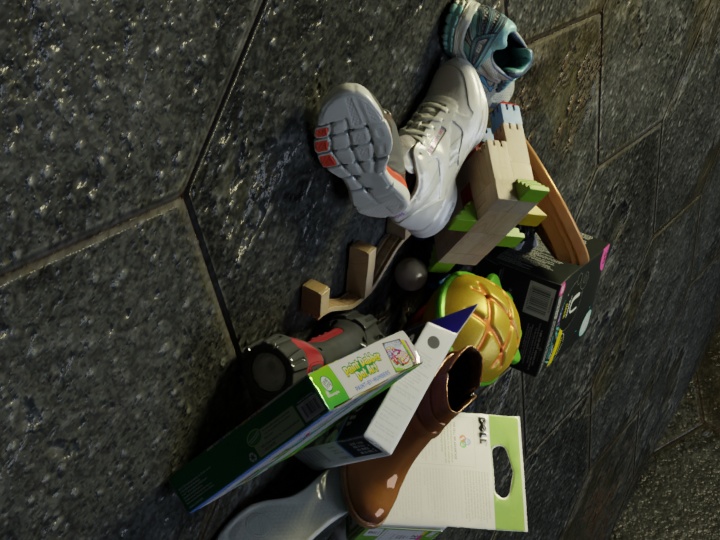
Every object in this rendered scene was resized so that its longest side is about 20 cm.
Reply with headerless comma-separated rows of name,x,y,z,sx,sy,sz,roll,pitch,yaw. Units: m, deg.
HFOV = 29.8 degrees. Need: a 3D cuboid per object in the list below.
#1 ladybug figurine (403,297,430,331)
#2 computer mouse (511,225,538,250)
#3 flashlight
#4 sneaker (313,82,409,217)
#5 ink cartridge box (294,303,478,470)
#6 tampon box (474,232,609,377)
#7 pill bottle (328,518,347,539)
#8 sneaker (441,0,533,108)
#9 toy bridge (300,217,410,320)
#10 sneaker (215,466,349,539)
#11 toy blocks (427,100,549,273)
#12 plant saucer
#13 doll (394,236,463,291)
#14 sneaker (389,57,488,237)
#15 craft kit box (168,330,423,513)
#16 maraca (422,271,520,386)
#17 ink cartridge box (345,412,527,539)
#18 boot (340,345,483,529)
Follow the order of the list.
ladybug figurine,0.108,0.081,1.722,0.200,0.072,0.136,-35,140,-51
computer mouse,0.199,-0.064,1.787,0.044,0.110,0.200,-30,163,2
flashlight,-0.049,0.083,1.397,0.068,0.068,0.200,65,27,0
sneaker,0.002,-0.133,1.339,0.200,0.077,0.082,71,19,-58
ink cartridge box,0.024,0.120,1.476,0.200,0.043,0.198,-57,-167,-25
tampon box,0.247,0.034,1.912,0.200,0.126,0.150,-30,137,-55
pill bottle,0.010,0.295,1.645,0.200,0.111,0.111,-54,153,-29
sneaker,0.153,-0.230,1.530,0.078,0.086,0.200,-63,156,-9
toy bridge,0.000,0.000,1.473,0.200,0.027,0.067,-42,146,-46
sneaker,-0.086,0.291,1.488,0.200,0.071,0.099,-24,156,-38
toy blocks,0.132,-0.101,1.537,0.200,0.100,0.137,131,-42,-54
plant saucer,0.228,-0.090,1.729,0.037,0.200,0.200,-30,153,3
doll,0.108,-0.027,1.647,0.200,0.048,0.137,-36,120,-47
sneaker,0.077,-0.139,1.461,0.100,0.075,0.200,21,83,-49
craft kit box,-0.059,0.144,1.315,0.200,0.049,0.197,-38,169,27
maraca,0.142,0.066,1.606,0.200,0.107,0.137,-11,88,-59
ink cartridge box,0.087,0.242,1.587,0.076,0.199,0.148,124,-31,-59
boot,0.062,0.178,1.473,0.155,0.077,0.200,-28,-150,50
